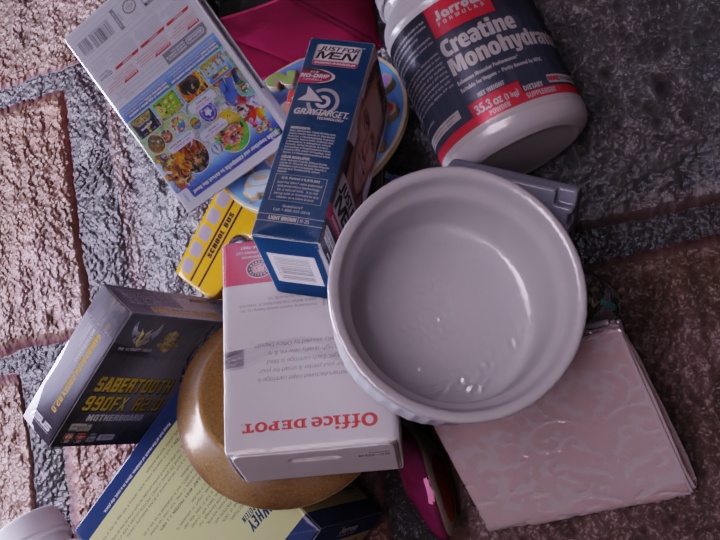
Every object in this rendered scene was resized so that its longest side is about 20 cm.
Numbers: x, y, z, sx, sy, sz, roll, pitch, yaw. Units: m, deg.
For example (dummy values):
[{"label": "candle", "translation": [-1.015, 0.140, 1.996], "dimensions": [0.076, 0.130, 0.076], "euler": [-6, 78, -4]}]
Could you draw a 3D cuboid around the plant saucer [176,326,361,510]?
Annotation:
[{"label": "plant saucer", "translation": [-0.073, 0.116, 1.070], "dimensions": [0.200, 0.035, 0.201], "euler": [-2, 64, 5]}]

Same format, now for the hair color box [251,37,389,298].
[{"label": "hair color box", "translation": [-0.029, -0.087, 0.998], "dimensions": [0.060, 0.100, 0.200], "euler": [7, 64, 13]}]

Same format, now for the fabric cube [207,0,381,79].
[{"label": "fabric cube", "translation": [-0.115, -0.309, 1.161], "dimensions": [0.200, 0.199, 0.197], "euler": [-11, 81, 26]}]

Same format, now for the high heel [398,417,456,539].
[{"label": "high heel", "translation": [0.024, 0.177, 1.135], "dimensions": [0.096, 0.067, 0.200], "euler": [-28, 61, 15]}]

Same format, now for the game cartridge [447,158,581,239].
[{"label": "game cartridge", "translation": [0.112, 0.006, 1.030], "dimensions": [0.133, 0.040, 0.201], "euler": [14, 115, 14]}]

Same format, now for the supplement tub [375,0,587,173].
[{"label": "supplement tub", "translation": [0.107, -0.190, 1.074], "dimensions": [0.140, 0.140, 0.200], "euler": [-30, 75, 22]}]

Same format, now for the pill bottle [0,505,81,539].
[{"label": "pill bottle", "translation": [-0.316, 0.361, 1.267], "dimensions": [0.120, 0.120, 0.200], "euler": [-45, 69, 17]}]

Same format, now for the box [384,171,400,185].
[{"label": "box", "translation": [0.000, 0.000, 1.149], "dimensions": [0.137, 0.040, 0.200], "euler": [21, 83, 27]}]

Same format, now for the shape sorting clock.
[{"label": "shape sorting clock", "translation": [-0.049, -0.136, 1.121], "dimensions": [0.200, 0.039, 0.200], "euler": [-16, 50, 21]}]

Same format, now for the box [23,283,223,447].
[{"label": "box", "translation": [-0.214, 0.098, 1.165], "dimensions": [0.048, 0.200, 0.159], "euler": [40, 103, 27]}]

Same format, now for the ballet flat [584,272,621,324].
[{"label": "ballet flat", "translation": [0.137, 0.026, 1.087], "dimensions": [0.200, 0.072, 0.072], "euler": [0, 87, 27]}]

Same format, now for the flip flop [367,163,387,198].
[{"label": "flip flop", "translation": [-0.007, -0.094, 1.132], "dimensions": [0.081, 0.058, 0.200], "euler": [-11, 53, 23]}]

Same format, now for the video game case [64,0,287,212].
[{"label": "video game case", "translation": [-0.166, -0.170, 1.081], "dimensions": [0.143, 0.018, 0.200], "euler": [-31, 98, 29]}]

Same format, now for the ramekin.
[{"label": "ramekin", "translation": [0.070, 0.028, 0.929], "dimensions": [0.200, 0.098, 0.201], "euler": [2, 74, -6]}]

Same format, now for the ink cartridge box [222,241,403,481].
[{"label": "ink cartridge box", "translation": [-0.043, 0.074, 1.020], "dimensions": [0.146, 0.083, 0.200], "euler": [-5, 63, 3]}]

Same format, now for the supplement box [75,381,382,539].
[{"label": "supplement box", "translation": [-0.128, 0.246, 1.148], "dimensions": [0.200, 0.134, 0.200], "euler": [42, 104, 23]}]

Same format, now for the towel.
[{"label": "towel", "translation": [0.170, 0.141, 1.033], "dimensions": [0.200, 0.032, 0.191], "euler": [-16, 115, 25]}]

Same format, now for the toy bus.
[{"label": "toy bus", "translation": [-0.108, -0.064, 1.218], "dimensions": [0.078, 0.065, 0.200], "euler": [34, 103, 26]}]
